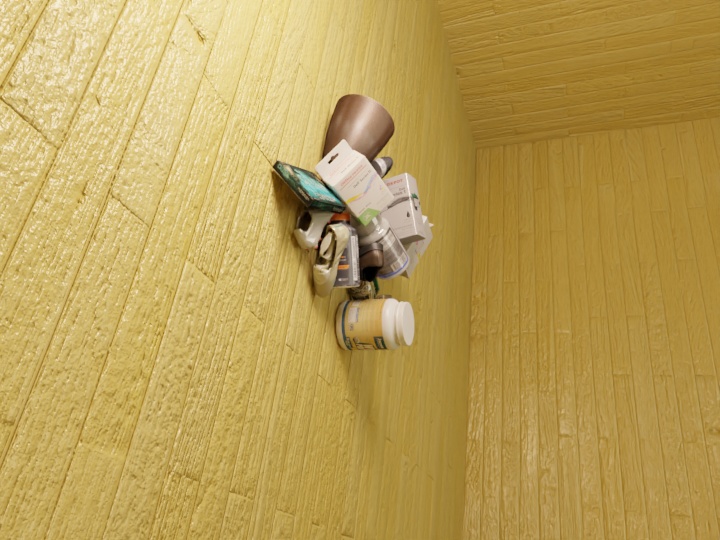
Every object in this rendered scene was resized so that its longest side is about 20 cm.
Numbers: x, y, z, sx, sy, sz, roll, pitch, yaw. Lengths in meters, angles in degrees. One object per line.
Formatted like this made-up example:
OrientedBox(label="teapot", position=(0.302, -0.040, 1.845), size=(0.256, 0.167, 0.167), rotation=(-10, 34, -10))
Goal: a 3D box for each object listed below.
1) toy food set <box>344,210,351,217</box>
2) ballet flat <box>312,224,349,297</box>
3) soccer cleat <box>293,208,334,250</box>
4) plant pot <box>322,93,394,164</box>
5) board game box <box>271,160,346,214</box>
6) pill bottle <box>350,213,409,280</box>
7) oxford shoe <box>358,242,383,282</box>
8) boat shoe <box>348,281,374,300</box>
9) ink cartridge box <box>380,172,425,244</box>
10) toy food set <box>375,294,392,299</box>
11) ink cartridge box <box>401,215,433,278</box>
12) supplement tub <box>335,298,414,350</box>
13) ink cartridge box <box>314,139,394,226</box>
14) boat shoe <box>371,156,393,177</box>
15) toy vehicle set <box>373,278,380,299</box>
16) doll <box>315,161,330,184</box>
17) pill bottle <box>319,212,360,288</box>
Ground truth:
OrientedBox(label="toy food set", position=(-0.040, -0.188, 1.707), size=(0.200, 0.048, 0.199), rotation=(-61, 142, -54))
OrientedBox(label="ballet flat", position=(-0.088, -0.025, 1.476), size=(0.069, 0.069, 0.201), rotation=(-13, 123, -69))
OrientedBox(label="soccer cleat", position=(-0.116, -0.139, 1.474), size=(0.078, 0.069, 0.201), rotation=(59, 34, -36))
OrientedBox(label="plant pot", position=(-0.025, -0.354, 1.625), size=(0.201, 0.186, 0.187), rotation=(-65, 148, -24))
OrientedBox(label="board game box", position=(-0.121, -0.199, 1.407), size=(0.135, 0.028, 0.200), rotation=(48, 15, 13))
OrientedBox(label="pill bottle", position=(0.052, -0.080, 1.670), size=(0.201, 0.113, 0.114), rotation=(57, 34, -29))
OrientedBox(label="oxford shoe", position=(0.000, 0.000, 1.619), size=(0.072, 0.200, 0.085), rotation=(2, 68, -28))
OrientedBox(label="boat shoe", position=(0.004, 0.088, 1.749), size=(0.063, 0.073, 0.202), rotation=(-67, 154, -58))
OrientedBox(label="ink cartridge box", position=(0.108, -0.181, 1.782), size=(0.084, 0.145, 0.202), rotation=(16, 62, -62))
OrientedBox(label="toy food set", position=(0.079, 0.162, 1.894), size=(0.200, 0.060, 0.145), rotation=(-24, 116, -79))
OrientedBox(label="ink cartridge box", position=(0.141, -0.104, 1.900), size=(0.201, 0.128, 0.125), rotation=(-59, 153, -18))
OrientedBox(label="supplement tub", position=(0.043, 0.155, 1.655), size=(0.144, 0.198, 0.146), rotation=(-4, 90, -69))
OrientedBox(label="ink cartridge box", position=(-0.014, -0.226, 1.504), size=(0.117, 0.067, 0.200), rotation=(-45, 128, -3))
OrientedBox(label="boat shoe", position=(0.035, -0.288, 1.735), size=(0.066, 0.200, 0.070), rotation=(-31, 86, -30))
OrientedBox(label="toy vehicle set", position=(0.015, 0.009, 1.848), size=(0.124, 0.026, 0.201), rotation=(-62, 143, -54))
OrientedBox(label="doll", position=(-0.045, -0.233, 1.559), size=(0.200, 0.136, 0.049), rotation=(34, 24, -39))
OrientedBox(label="pill bottle", position=(-0.058, -0.054, 1.556), size=(0.106, 0.105, 0.202), rotation=(-2, 88, -69))
